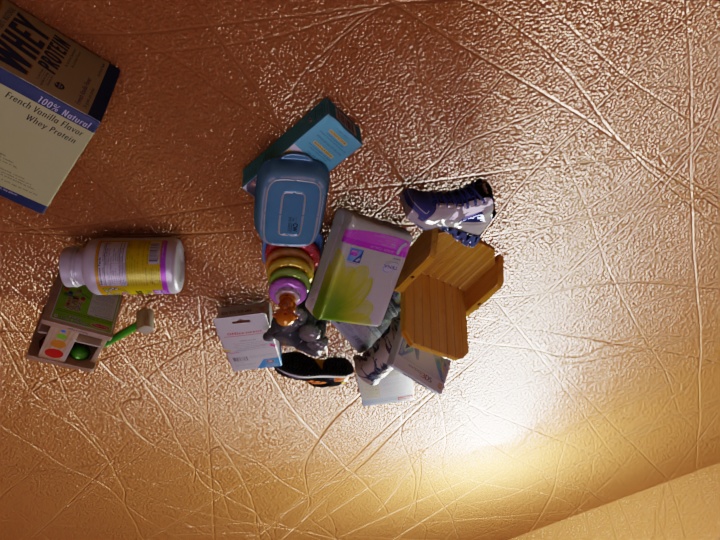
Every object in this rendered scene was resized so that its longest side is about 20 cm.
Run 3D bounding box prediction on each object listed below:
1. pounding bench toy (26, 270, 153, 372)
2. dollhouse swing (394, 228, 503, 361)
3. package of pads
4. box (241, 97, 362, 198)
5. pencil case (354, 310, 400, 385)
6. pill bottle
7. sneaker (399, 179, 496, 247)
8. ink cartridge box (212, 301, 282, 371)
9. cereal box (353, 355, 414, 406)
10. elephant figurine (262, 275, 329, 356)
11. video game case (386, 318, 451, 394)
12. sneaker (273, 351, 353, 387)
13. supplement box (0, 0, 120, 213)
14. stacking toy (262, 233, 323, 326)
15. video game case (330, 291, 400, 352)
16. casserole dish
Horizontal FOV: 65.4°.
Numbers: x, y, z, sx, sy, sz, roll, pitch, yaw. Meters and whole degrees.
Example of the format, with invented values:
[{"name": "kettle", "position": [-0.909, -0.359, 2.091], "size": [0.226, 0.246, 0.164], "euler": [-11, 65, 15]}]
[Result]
[{"name": "pounding bench toy", "position": [-0.535, 0.119, 1.130], "size": [0.199, 0.125, 0.156], "euler": [21, 131, -28]}, {"name": "dollhouse swing", "position": [0.185, 0.049, 1.117], "size": [0.199, 0.176, 0.182], "euler": [22, 129, -28]}, {"name": "package of pads", "position": [0.000, 0.000, 1.039], "size": [0.154, 0.068, 0.201], "euler": [13, 102, -38]}, {"name": "box", "position": [-0.098, -0.184, 0.918], "size": [0.200, 0.049, 0.082], "euler": [-34, 131, 26]}, {"name": "pencil case", "position": [0.058, 0.183, 1.283], "size": [0.077, 0.090, 0.200], "euler": [23, 133, -17]}, {"name": "pill bottle", "position": [-0.429, -0.008, 1.022], "size": [0.199, 0.105, 0.105], "euler": [-1, 138, -7]}, {"name": "sneaker", "position": [0.173, -0.123, 1.012], "size": [0.199, 0.081, 0.115], "euler": [17, 129, -34]}, {"name": "ink cartridge box", "position": [-0.244, 0.135, 1.232], "size": [0.114, 0.068, 0.201], "euler": [-6, 138, -2]}, {"name": "cereal box", "position": [0.064, 0.282, 1.459], "size": [0.143, 0.040, 0.201], "euler": [-8, 138, 1]}, {"name": "elephant figurine", "position": [-0.089, 0.062, 1.146], "size": [0.154, 0.201, 0.142], "euler": [23, 151, 1]}, {"name": "video game case", "position": [0.148, 0.144, 1.218], "size": [0.022, 0.201, 0.182], "euler": [-2, 151, 46]}, {"name": "sneaker", "position": [-0.121, 0.258, 1.382], "size": [0.199, 0.070, 0.090], "euler": [7, 133, -19]}, {"name": "supplement box", "position": [-0.473, -0.223, 0.757], "size": [0.199, 0.135, 0.200], "euler": [28, 127, -33]}, {"name": "stacking toy", "position": [-0.129, 0.022, 1.025], "size": [0.115, 0.201, 0.110], "euler": [5, 136, -8]}, {"name": "video game case", "position": [0.033, 0.104, 1.273], "size": [0.181, 0.023, 0.200], "euler": [-22, 135, 16]}, {"name": "casserole dish", "position": [-0.116, -0.105, 0.937], "size": [0.120, 0.039, 0.201], "euler": [3, 139, -12]}]
